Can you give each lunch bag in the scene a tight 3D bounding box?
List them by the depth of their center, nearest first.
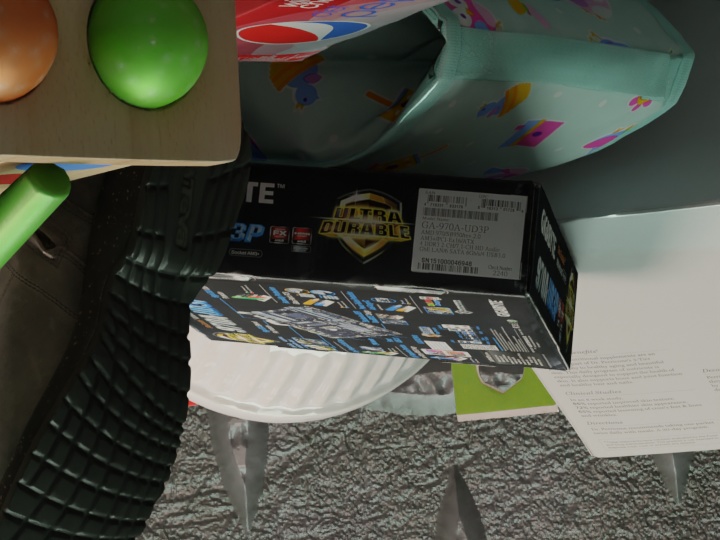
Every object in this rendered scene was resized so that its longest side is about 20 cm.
[{"bbox_3d":[0.010,-0.087,1.114,0.200,0.122,0.170,0,178,40],"label":"lunch bag"}]

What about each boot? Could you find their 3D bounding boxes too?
[{"bbox_3d":[-0.122,0.018,0.998,0.130,0.200,0.068,13,170,39],"label":"boot"}]

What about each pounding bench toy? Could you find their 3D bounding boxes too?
[{"bbox_3d":[-0.122,-0.053,0.876,0.124,0.201,0.156,-1,175,-39],"label":"pounding bench toy"}]

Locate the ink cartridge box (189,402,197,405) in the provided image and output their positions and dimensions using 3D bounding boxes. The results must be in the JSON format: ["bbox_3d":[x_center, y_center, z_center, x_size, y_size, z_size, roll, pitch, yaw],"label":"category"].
[{"bbox_3d":[-0.108,-0.007,1.701,0.045,0.177,0.200,-1,175,-32],"label":"ink cartridge box"}]

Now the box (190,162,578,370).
[{"bbox_3d":[0.000,0.000,1.101,0.159,0.046,0.200,4,171,10],"label":"box"}]

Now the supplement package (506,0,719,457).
[{"bbox_3d":[0.148,-0.032,1.263,0.151,0.151,0.200,-6,145,25],"label":"supplement package"}]

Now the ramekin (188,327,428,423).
[{"bbox_3d":[-0.031,-0.036,1.297,0.200,0.201,0.105,-3,167,-13],"label":"ramekin"}]

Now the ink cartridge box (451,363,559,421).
[{"bbox_3d":[0.102,-0.021,1.542,0.076,0.201,0.148,-3,176,-21],"label":"ink cartridge box"}]

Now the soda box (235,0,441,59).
[{"bbox_3d":[-0.010,-0.116,0.899,0.063,0.070,0.200,-3,176,-26],"label":"soda box"}]
